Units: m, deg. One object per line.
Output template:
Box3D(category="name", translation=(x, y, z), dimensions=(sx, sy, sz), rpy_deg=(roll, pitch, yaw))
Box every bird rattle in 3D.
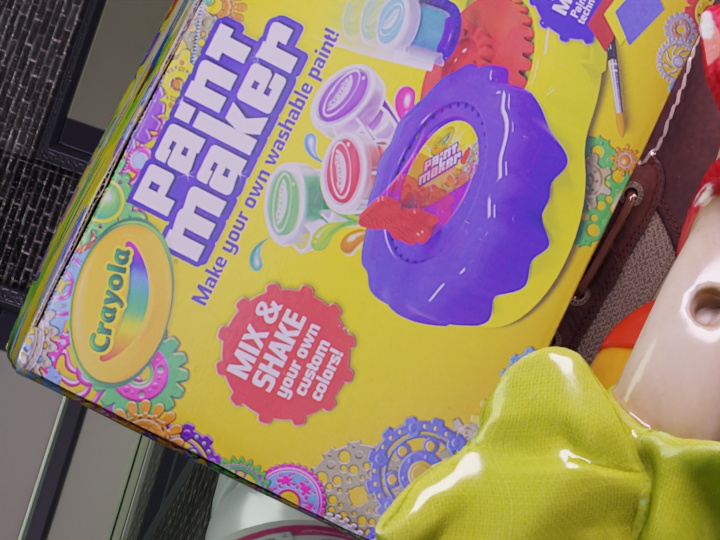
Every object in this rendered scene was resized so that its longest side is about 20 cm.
Box3D(category="bird rattle", translation=(0.082, 0.021, 0.605), dimensions=(0.163, 0.112, 0.201), rpy_deg=(85, -158, -67))

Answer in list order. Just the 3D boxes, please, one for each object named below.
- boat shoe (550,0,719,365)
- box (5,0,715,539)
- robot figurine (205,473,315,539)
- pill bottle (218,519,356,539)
Box3D(category="boat shoe", translation=(0.077, -0.019, 0.797), dimensions=(0.072, 0.072, 0.201), rpy_deg=(-118, 47, -79))
Box3D(category="box", translation=(-0.004, -0.037, 0.691), dimensions=(0.201, 0.122, 0.193), rpy_deg=(-64, 7, -4))
Box3D(category="robot figurine", translation=(0.003, 0.079, 0.927), dimensions=(0.200, 0.112, 0.170), rpy_deg=(-80, -28, -46))
Box3D(category="pill bottle", translation=(-0.004, 0.162, 0.738), dimensions=(0.200, 0.113, 0.114), rpy_deg=(-127, 56, -70))
